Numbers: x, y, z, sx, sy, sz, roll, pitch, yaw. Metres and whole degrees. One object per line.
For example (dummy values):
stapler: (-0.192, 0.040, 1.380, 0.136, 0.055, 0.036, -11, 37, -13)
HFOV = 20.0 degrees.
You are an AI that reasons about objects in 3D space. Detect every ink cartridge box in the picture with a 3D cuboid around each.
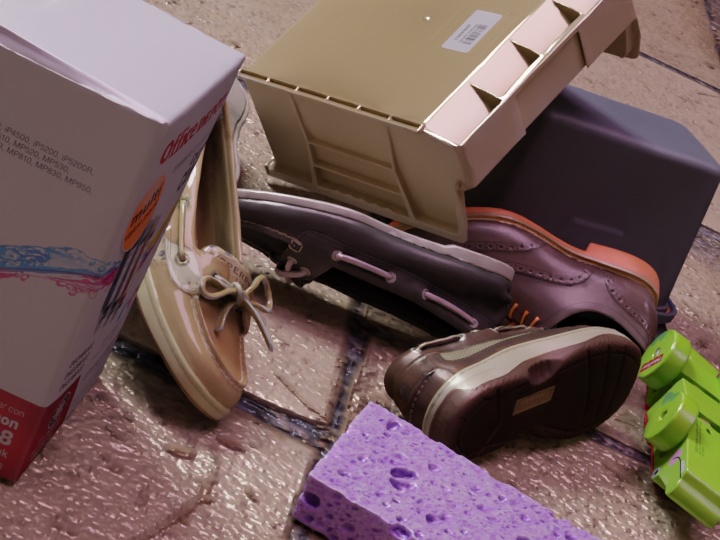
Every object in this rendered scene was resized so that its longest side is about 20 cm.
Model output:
ink cartridge box: (-0.169, -0.037, 0.976, 0.144, 0.201, 0.145, 27, 22, 2)

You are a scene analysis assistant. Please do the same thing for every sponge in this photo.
sponge: (0.069, 0.146, 1.062, 0.199, 0.030, 0.112, 30, 22, 8)

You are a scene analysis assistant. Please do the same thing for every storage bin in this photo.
storage bin: (0.158, -0.049, 1.455, 0.199, 0.135, 0.146, 15, 24, -24)
storage bin: (0.056, -0.136, 1.369, 0.198, 0.094, 0.200, 21, 55, 38)

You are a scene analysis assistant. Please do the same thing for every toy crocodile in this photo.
toy crocodile: (0.205, 0.099, 1.285, 0.067, 0.062, 0.200, 36, 25, -13)

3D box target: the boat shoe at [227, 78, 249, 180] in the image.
boat shoe: (-0.117, -0.077, 1.338, 0.067, 0.057, 0.200, 44, 23, -14)

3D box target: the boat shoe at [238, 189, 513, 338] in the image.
boat shoe: (0.000, 0.000, 1.257, 0.199, 0.057, 0.067, 16, -11, -14)

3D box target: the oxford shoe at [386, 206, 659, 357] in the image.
oxford shoe: (0.105, 0.012, 1.351, 0.199, 0.071, 0.073, 12, 47, -6)

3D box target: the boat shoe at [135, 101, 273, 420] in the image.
boat shoe: (-0.088, -0.015, 1.113, 0.073, 0.062, 0.201, 49, 22, -58)

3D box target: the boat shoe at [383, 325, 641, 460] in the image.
boat shoe: (0.092, 0.058, 1.229, 0.075, 0.075, 0.202, 33, 22, 33)
